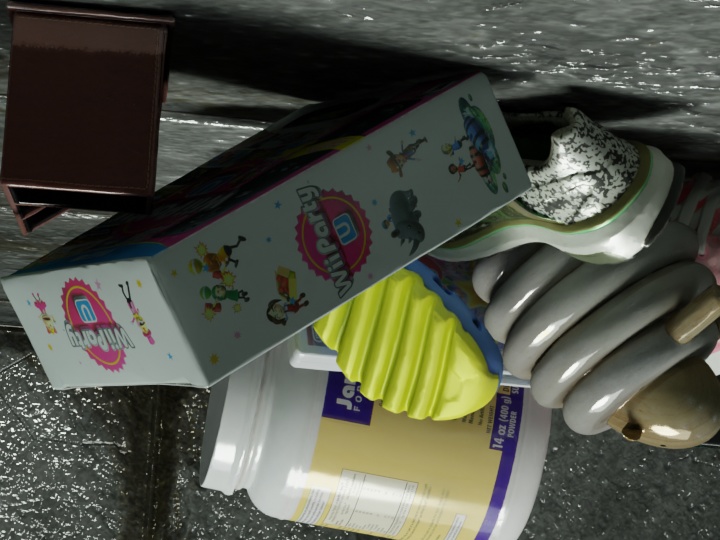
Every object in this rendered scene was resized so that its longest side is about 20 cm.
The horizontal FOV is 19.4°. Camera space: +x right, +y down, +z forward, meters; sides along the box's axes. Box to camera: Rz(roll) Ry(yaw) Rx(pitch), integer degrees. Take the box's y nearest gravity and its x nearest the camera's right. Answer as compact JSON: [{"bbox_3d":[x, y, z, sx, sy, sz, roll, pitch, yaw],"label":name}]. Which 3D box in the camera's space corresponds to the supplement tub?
[{"bbox_3d":[0.008,0.092,1.316,0.198,0.147,0.145,11,173,-8],"label":"supplement tub"}]

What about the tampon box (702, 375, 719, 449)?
[{"bbox_3d":[0.401,0.134,2.336,0.148,0.128,0.200,4,175,0],"label":"tampon box"}]

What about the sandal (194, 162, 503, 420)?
[{"bbox_3d":[0.000,0.000,1.117,0.200,0.080,0.087,40,-147,17],"label":"sandal"}]

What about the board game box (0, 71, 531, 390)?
[{"bbox_3d":[-0.044,-0.018,0.970,0.199,0.065,0.147,-33,-165,-32],"label":"board game box"}]

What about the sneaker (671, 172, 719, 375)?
[{"bbox_3d":[0.217,-0.013,1.170,0.075,0.105,0.200,-39,-179,-30],"label":"sneaker"}]

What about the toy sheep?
[{"bbox_3d":[0.128,0.010,1.135,0.137,0.201,0.138,-29,160,-11],"label":"toy sheep"}]

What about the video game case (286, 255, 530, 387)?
[{"bbox_3d":[0.049,-0.001,1.208,0.198,0.144,0.018,6,144,-19],"label":"video game case"}]

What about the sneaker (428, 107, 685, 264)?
[{"bbox_3d":[0.070,-0.058,1.067,0.199,0.077,0.089,0,142,50],"label":"sneaker"}]

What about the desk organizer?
[{"bbox_3d":[-0.126,-0.063,0.975,0.071,0.078,0.200,4,174,-6],"label":"desk organizer"}]
